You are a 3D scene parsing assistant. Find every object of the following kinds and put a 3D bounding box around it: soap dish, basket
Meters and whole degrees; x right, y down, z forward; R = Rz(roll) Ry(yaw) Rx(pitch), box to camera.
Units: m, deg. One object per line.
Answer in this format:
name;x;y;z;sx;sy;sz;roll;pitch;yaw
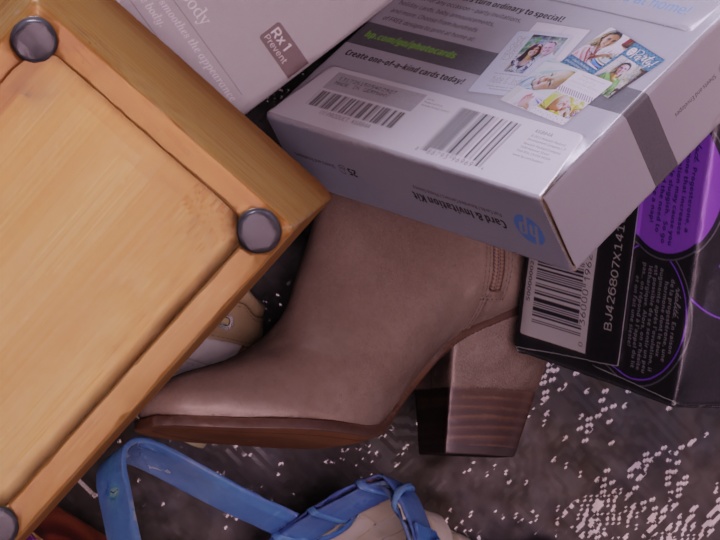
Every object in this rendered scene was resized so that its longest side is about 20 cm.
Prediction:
soap dish;-0.129;-0.001;1.011;0.157;0.081;0.200;42;91;-16
basket;-0.017;0.167;1.092;0.139;0.176;0.200;-36;132;27

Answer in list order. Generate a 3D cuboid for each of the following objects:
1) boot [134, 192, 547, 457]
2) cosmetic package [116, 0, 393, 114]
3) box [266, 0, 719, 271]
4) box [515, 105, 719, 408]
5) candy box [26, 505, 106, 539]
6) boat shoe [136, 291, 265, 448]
boot;0.000;0.000;1.118;0.200;0.070;0.146;6;83;-36
cosmetic package;-0.028;-0.145;1.093;0.200;0.090;0.107;-39;104;-2
box;0.084;-0.094;1.066;0.200;0.156;0.041;-46;129;-23
box;0.177;-0.013;1.131;0.200;0.106;0.122;2;100;-35
candy box;-0.190;0.119;1.080;0.200;0.056;0.117;33;46;-17
boat shoe;-0.128;-0.004;1.102;0.200;0.075;0.068;31;89;-28
